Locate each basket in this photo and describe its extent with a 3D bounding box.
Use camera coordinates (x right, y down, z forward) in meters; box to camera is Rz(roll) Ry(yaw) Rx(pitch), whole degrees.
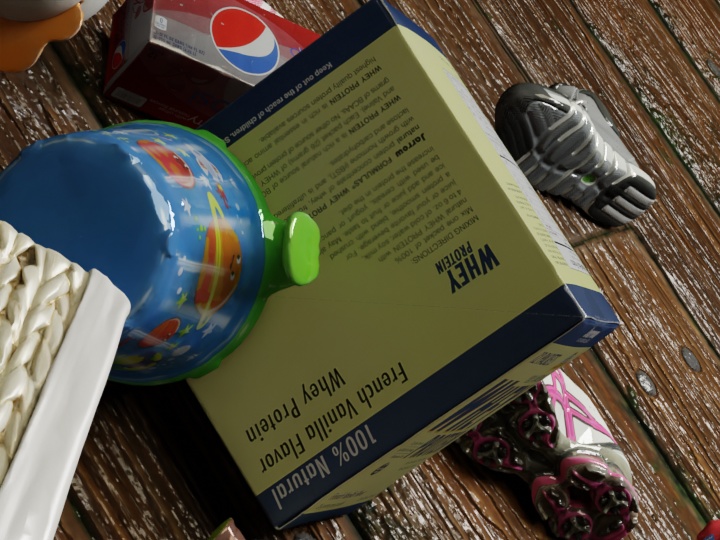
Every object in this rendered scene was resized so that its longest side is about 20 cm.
[{"bbox_3d":[-0.195,0.070,0.780,0.123,0.135,0.201,37,32,-19],"label":"basket"}]

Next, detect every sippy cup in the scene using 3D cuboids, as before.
[{"bbox_3d":[-0.120,-0.012,0.930,0.140,0.177,0.130,56,8,9],"label":"sippy cup"}]

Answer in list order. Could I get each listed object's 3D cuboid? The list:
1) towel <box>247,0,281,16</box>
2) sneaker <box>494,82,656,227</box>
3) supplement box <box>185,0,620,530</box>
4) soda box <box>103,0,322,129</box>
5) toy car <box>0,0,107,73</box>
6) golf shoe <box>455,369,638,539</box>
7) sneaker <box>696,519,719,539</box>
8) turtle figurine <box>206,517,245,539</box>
[{"bbox_3d":[-0.034,-0.112,1.318,0.200,0.030,0.147,39,31,-21],"label":"towel"},{"bbox_3d":[0.158,-0.119,1.567,0.200,0.075,0.116,36,26,-45],"label":"sneaker"},{"bbox_3d":[0.000,0.000,1.039,0.200,0.199,0.134,57,11,11],"label":"supplement box"},{"bbox_3d":[-0.059,-0.116,1.210,0.199,0.063,0.070,22,50,-27],"label":"soda box"},{"bbox_3d":[-0.193,-0.211,1.114,0.184,0.176,0.201,52,51,-62],"label":"toy car"},{"bbox_3d":[0.106,0.092,1.246,0.200,0.072,0.092,49,20,-29],"label":"golf shoe"},{"bbox_3d":[0.252,0.235,1.287,0.113,0.071,0.200,56,22,0],"label":"sneaker"},{"bbox_3d":[-0.028,0.205,0.934,0.161,0.064,0.200,47,29,-8],"label":"turtle figurine"}]
